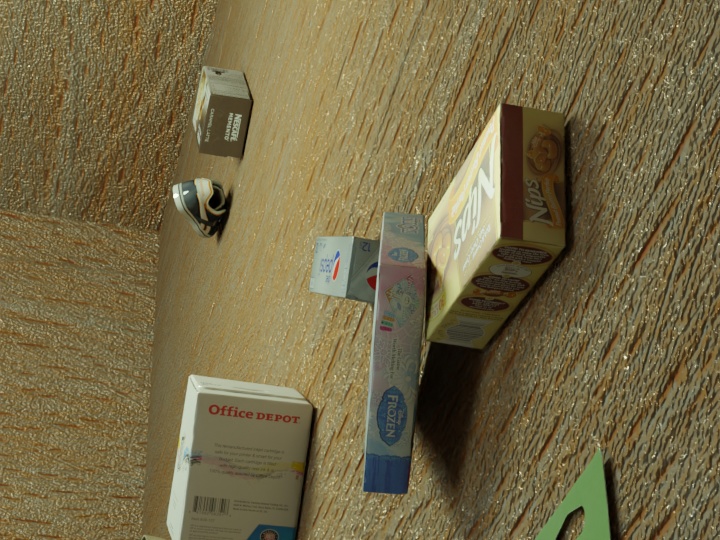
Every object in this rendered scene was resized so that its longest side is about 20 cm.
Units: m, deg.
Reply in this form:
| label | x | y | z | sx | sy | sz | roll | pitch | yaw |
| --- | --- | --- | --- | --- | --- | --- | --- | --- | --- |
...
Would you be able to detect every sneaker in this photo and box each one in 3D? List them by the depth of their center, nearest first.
| label | x | y | z | sx | sy | sz | roll | pitch | yaw |
| --- | --- | --- | --- | --- | --- | --- | --- | --- | --- |
| sneaker | -0.281 | -0.115 | 3.063 | 0.200 | 0.079 | 0.079 | 52 | -157 | -73 |

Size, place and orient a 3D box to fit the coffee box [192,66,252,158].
| label | x | y | z | sx | sy | sz | roll | pitch | yaw |
| --- | --- | --- | --- | --- | --- | --- | --- | --- | --- |
| coffee box | -0.253 | -0.289 | 3.010 | 0.200 | 0.080 | 0.114 | -111 | 31 | -66 |

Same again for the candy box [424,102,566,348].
| label | x | y | z | sx | sy | sz | roll | pitch | yaw |
| --- | --- | --- | --- | --- | --- | --- | --- | --- | --- |
| candy box | 0.102 | -0.030 | 1.294 | 0.200 | 0.055 | 0.116 | 121 | 154 | -61 |

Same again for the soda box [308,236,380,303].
| label | x | y | z | sx | sy | sz | roll | pitch | yaw |
| --- | --- | --- | --- | --- | --- | --- | --- | --- | --- |
| soda box | 0.000 | 0.000 | 1.711 | 0.200 | 0.068 | 0.064 | -175 | 94 | -77 |

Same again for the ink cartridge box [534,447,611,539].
| label | x | y | z | sx | sy | sz | roll | pitch | yaw |
| --- | --- | --- | --- | --- | --- | --- | --- | --- | --- |
| ink cartridge box | 0.123 | 0.233 | 1.063 | 0.146 | 0.048 | 0.200 | 113 | 158 | -52 |

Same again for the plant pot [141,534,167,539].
| label | x | y | z | sx | sy | sz | roll | pitch | yaw |
| --- | --- | --- | --- | --- | --- | --- | --- | --- | --- |
| plant pot | -0.268 | 0.501 | 2.460 | 0.200 | 0.134 | 0.201 | -173 | 90 | -77 |

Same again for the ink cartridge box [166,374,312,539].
| label | x | y | z | sx | sy | sz | roll | pitch | yaw |
| --- | --- | --- | --- | --- | --- | --- | --- | --- | --- |
| ink cartridge box | -0.153 | 0.244 | 2.068 | 0.145 | 0.147 | 0.200 | -157 | 75 | -77 |

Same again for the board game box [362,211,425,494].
| label | x | y | z | sx | sy | sz | roll | pitch | yaw |
| --- | --- | --- | --- | --- | --- | --- | --- | --- | --- |
| board game box | 0.031 | 0.067 | 1.451 | 0.200 | 0.043 | 0.199 | -82 | -5 | -75 |
